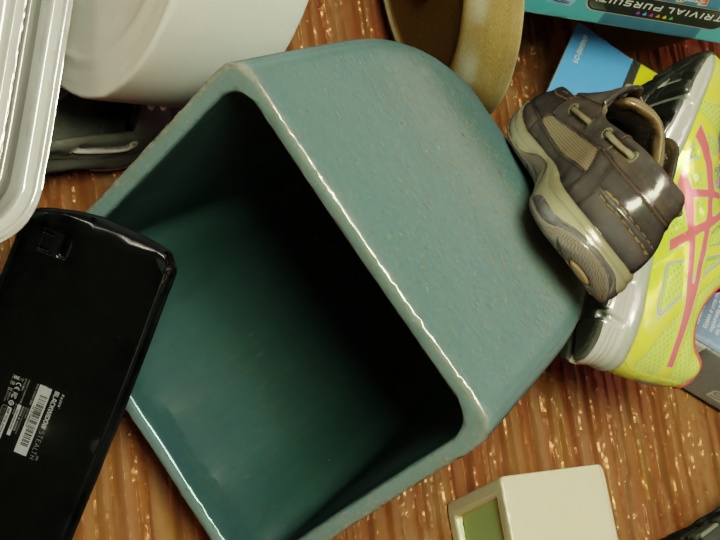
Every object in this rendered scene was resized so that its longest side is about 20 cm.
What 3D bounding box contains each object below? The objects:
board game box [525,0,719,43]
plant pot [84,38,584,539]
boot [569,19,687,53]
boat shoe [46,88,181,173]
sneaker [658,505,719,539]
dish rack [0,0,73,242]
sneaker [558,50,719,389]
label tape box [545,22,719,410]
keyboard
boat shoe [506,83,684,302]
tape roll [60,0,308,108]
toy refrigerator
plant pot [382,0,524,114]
[{"bbox_3d":[0.158,-0.209,0.916,0.197,0.047,0.153,6,59,-23],"label":"board game box"},{"bbox_3d":[0.000,0.000,0.814,0.197,0.195,0.199,55,41,4],"label":"plant pot"},{"bbox_3d":[0.131,-0.218,0.982,0.197,0.077,0.157,2,67,-13],"label":"boot"},{"bbox_3d":[-0.147,-0.086,0.839,0.199,0.057,0.068,-19,87,-39],"label":"boat shoe"},{"bbox_3d":[0.217,0.166,0.901,0.199,0.075,0.080,-28,85,-26],"label":"sneaker"},{"bbox_3d":[-0.236,-0.106,0.739,0.197,0.044,0.174,7,84,11],"label":"dish rack"},{"bbox_3d":[0.171,-0.025,0.886,0.090,0.078,0.202,27,71,-18],"label":"sneaker"},{"bbox_3d":[0.175,-0.030,0.959,0.199,0.063,0.145,31,65,-8],"label":"label tape box"},{"bbox_3d":[-0.166,0.062,0.770,0.103,0.040,0.202,23,99,-5],"label":"keyboard"},{"bbox_3d":[0.126,-0.051,0.809,0.073,0.201,0.075,-36,111,14],"label":"boat shoe"},{"bbox_3d":[-0.095,-0.180,0.769,0.070,0.202,0.205,2,70,-34],"label":"tape roll"},{"bbox_3d":[0.101,0.211,0.841,0.069,0.076,0.203,-4,74,-22],"label":"toy refrigerator"},{"bbox_3d":[0.042,-0.183,0.886,0.027,0.200,0.203,-8,75,-15],"label":"plant pot"}]
